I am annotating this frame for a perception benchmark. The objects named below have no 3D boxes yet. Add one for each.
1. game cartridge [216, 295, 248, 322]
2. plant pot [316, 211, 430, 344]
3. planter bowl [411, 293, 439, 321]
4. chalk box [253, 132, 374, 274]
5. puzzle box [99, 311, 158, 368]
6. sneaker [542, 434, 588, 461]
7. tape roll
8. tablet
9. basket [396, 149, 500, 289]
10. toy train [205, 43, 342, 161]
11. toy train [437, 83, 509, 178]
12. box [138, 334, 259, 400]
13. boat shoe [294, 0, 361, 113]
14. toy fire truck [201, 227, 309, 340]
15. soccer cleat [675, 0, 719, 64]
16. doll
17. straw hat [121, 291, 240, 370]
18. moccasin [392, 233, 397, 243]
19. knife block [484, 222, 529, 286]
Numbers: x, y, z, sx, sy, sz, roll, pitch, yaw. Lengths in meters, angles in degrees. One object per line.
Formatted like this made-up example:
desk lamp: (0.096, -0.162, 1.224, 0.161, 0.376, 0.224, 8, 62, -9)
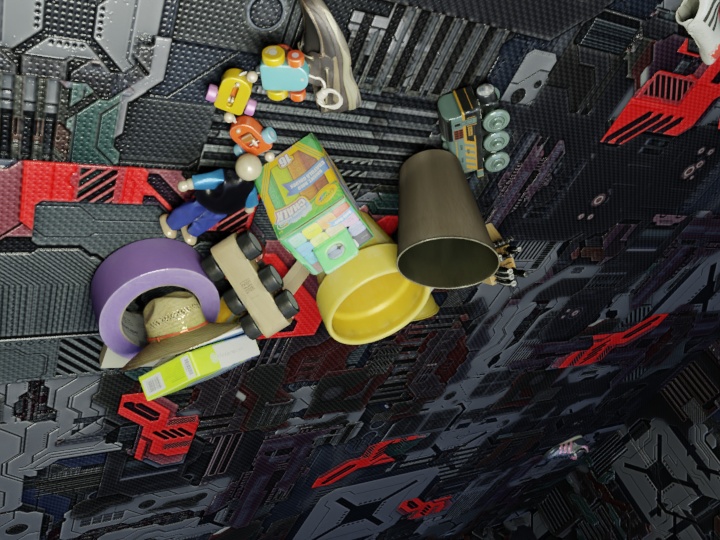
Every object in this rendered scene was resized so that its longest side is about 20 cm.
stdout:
game cartridge: (-0.241, 0.106, 1.268, 0.200, 0.032, 0.176, -50, 161, 26)
plant pot: (0.000, 0.000, 1.215, 0.199, 0.190, 0.202, -18, 143, -14)
planter bowl: (0.061, 0.038, 1.356, 0.198, 0.200, 0.085, -7, 103, -26)
chalk box: (-0.069, -0.088, 1.051, 0.124, 0.201, 0.124, -32, 144, 6)
puzzle box: (-0.379, 0.131, 1.262, 0.198, 0.026, 0.134, 3, 132, -36)
sneaker: (0.878, 0.778, 2.843, 0.198, 0.082, 0.070, -27, 145, -2)
tape roll: (-0.343, 0.051, 1.118, 0.198, 0.085, 0.201, -18, 135, -19)
tablet: (-0.253, 0.123, 1.160, 0.130, 0.014, 0.199, -29, 174, 37)
basket: (0.130, -0.092, 1.116, 0.178, 0.202, 0.136, 10, 142, -25)
toy train: (-0.126, -0.240, 0.931, 0.199, 0.056, 0.150, -23, 139, 31)
toy train: (0.196, -0.236, 1.156, 0.113, 0.086, 0.201, -14, 147, 4)
box: (-0.263, 0.158, 1.134, 0.121, 0.048, 0.200, -27, 173, 24)
boat shoe: (-0.054, -0.290, 0.923, 0.073, 0.075, 0.201, -26, 143, -2)
toy fire truck: (-0.164, 0.004, 1.173, 0.128, 0.177, 0.200, -32, -173, 7)
soccer cleat: (0.604, -0.444, 1.184, 0.084, 0.069, 0.200, -23, 142, 8)
doll: (-0.223, -0.111, 1.013, 0.199, 0.049, 0.136, -32, 147, 29)
straw hat: (-0.292, 0.078, 1.044, 0.199, 0.086, 0.201, -20, -175, 2)
moccasin: (0.136, -0.087, 1.304, 0.068, 0.081, 0.200, 22, 135, -30)
knife block: (0.289, -0.002, 1.415, 0.063, 0.177, 0.201, -20, 144, -9)
